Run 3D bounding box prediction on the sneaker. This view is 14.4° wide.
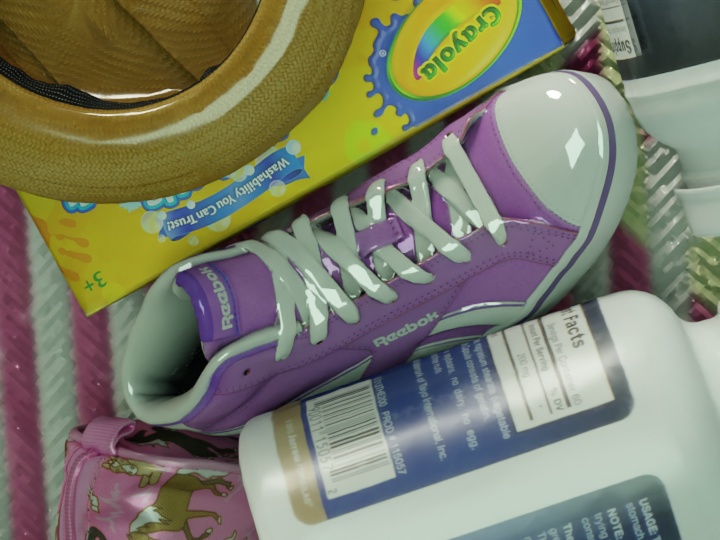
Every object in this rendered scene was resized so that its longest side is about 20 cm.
[{"bbox_3d":[0.000,0.001,0.983,0.200,0.114,0.073,-41,66,28],"label":"sneaker"}]

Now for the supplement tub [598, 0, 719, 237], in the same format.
[{"bbox_3d":[0.143,-0.124,0.965,0.140,0.140,0.201,-16,95,9],"label":"supplement tub"}]

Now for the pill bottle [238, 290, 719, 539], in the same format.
[{"bbox_3d":[0.067,0.072,0.977,0.200,0.111,0.111,-19,95,3],"label":"pill bottle"}]

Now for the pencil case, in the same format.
[{"bbox_3d":[-0.082,0.152,1.057,0.083,0.087,0.201,12,96,14],"label":"pencil case"}]

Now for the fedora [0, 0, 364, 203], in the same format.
[{"bbox_3d":[-0.084,-0.120,0.950,0.200,0.082,0.201,0,92,11],"label":"fedora"}]

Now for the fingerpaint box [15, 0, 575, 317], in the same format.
[{"bbox_3d":[-0.049,-0.105,1.026,0.200,0.073,0.167,-28,93,10],"label":"fingerpaint box"}]
